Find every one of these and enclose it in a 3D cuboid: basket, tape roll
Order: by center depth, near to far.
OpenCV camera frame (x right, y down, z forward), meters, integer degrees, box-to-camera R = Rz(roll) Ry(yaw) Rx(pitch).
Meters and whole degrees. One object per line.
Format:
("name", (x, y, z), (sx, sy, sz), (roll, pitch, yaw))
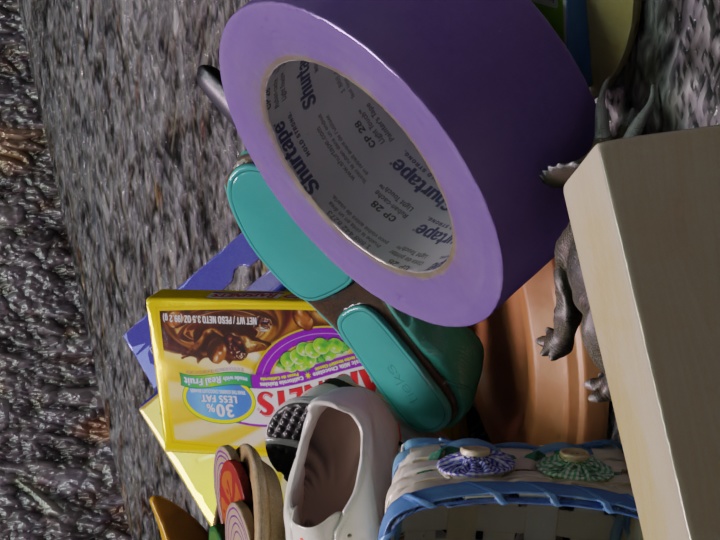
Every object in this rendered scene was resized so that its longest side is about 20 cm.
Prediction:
("basket", (0.078, 0.169, 1.289), (0.200, 0.176, 0.140), (-97, 10, -56))
("tape roll", (0.026, -0.075, 1.316), (0.200, 0.085, 0.200), (39, 153, 24))

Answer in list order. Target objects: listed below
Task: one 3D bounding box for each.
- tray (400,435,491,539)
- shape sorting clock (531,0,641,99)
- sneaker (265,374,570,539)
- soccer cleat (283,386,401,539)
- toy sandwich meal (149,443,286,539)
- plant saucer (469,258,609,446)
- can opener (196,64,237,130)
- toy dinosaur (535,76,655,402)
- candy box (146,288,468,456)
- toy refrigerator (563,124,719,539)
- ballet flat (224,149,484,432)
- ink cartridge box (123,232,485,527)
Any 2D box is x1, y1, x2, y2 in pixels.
("tray", (0.011, 0.179, 1.564), (0.037, 0.200, 0.099), (48, 168, -4))
("shape sorting clock", (0.068, -0.172, 1.298), (0.200, 0.039, 0.201), (29, 130, 40))
("sneaker", (0.045, 0.121, 1.483), (0.074, 0.200, 0.080), (-59, -5, 26))
("soccer cleat", (-0.013, 0.162, 1.394), (0.078, 0.069, 0.201), (16, -107, -65))
("toy sandwich meal", (-0.093, 0.196, 1.467), (0.205, 0.070, 0.206), (-174, 90, -78))
("plant saucer", (0.091, 0.029, 1.455), (0.200, 0.037, 0.201), (172, 90, -77))
("can opener", (-0.019, -0.061, 1.544), (0.200, 0.063, 0.079), (40, 149, 3))
("toy dinosaur", (0.125, 0.012, 1.205), (0.200, 0.077, 0.103), (-108, 9, -47))
("candy box", (-0.032, 0.064, 1.559), (0.026, 0.199, 0.103), (-36, -57, -60))
("toy refrigerator", (0.150, 0.044, 1.115), (0.070, 0.076, 0.201), (122, 138, -71))
("ballet flat", (0.000, 0.000, 1.451), (0.067, 0.070, 0.200), (-25, 110, 42))
("ink cartridge box", (-0.041, 0.066, 1.610), (0.200, 0.198, 0.047), (55, -158, 12))
